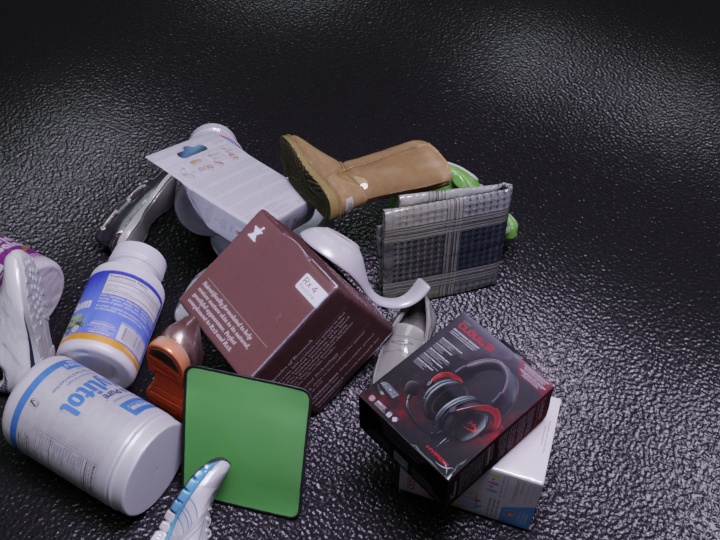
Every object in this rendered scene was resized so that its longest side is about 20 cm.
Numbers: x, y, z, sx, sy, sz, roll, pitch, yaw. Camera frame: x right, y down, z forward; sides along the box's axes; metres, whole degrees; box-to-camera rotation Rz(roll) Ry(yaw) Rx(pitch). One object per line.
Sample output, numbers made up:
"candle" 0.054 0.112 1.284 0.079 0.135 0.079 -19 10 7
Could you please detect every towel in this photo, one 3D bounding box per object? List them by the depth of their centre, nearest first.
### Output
"towel" 0.117 -0.037 1.299 0.198 0.193 0.035 -11 45 -13

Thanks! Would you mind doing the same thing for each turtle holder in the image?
"turtle holder" 0.144 -0.104 1.384 0.184 0.142 0.132 -8 5 24

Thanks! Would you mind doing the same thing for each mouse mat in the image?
"mouse mat" -0.142 0.212 1.087 0.160 0.201 0.008 11 26 7

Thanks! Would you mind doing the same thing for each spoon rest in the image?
"spoon rest" 0.000 0.000 1.228 0.199 0.061 0.099 28 7 -21

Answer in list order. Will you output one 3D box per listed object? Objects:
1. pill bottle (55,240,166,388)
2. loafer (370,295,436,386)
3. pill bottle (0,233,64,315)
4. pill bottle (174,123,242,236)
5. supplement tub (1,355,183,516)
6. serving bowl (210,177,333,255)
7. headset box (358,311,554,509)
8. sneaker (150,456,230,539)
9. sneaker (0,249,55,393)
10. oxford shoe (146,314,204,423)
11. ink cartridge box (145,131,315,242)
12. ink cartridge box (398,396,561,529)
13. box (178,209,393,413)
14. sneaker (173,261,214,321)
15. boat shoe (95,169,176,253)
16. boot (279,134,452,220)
"pill bottle" -0.342 0.059 1.254 0.111 0.112 0.201 7 50 4
"loafer" 0.058 0.105 1.228 0.069 0.070 0.200 4 34 16
"pill bottle" -0.543 -0.001 1.297 0.199 0.113 0.112 24 53 16
"pill bottle" -0.232 -0.149 1.390 0.108 0.109 0.201 -4 36 -5
"supplement tub" -0.335 0.205 1.122 0.199 0.132 0.132 24 53 17
"serving bowl" -0.128 -0.060 1.373 0.199 0.066 0.201 -14 39 12
"headset box" 0.118 0.154 1.048 0.199 0.075 0.149 -35 58 -25
"sneaker" -0.202 0.321 1.062 0.086 0.075 0.201 30 77 7
"sneaker" -0.466 0.072 1.198 0.080 0.202 0.076 -2 11 1
"oxford shoe" -0.226 0.135 1.139 0.071 0.201 0.073 28 52 9
"ink cartridge box" -0.182 -0.113 1.258 0.199 0.057 0.162 29 32 17
"ink cartridge box" 0.136 0.218 1.128 0.198 0.129 0.126 14 51 11
"box" -0.092 0.059 1.171 0.164 0.200 0.166 -46 59 3
"sneaker" -0.202 0.016 1.256 0.200 0.086 0.078 -38 78 21
"boat shoe" -0.346 -0.107 1.422 0.060 0.074 0.201 23 61 11
"boot" 0.003 -0.153 1.283 0.199 0.066 0.175 -20 55 -26
